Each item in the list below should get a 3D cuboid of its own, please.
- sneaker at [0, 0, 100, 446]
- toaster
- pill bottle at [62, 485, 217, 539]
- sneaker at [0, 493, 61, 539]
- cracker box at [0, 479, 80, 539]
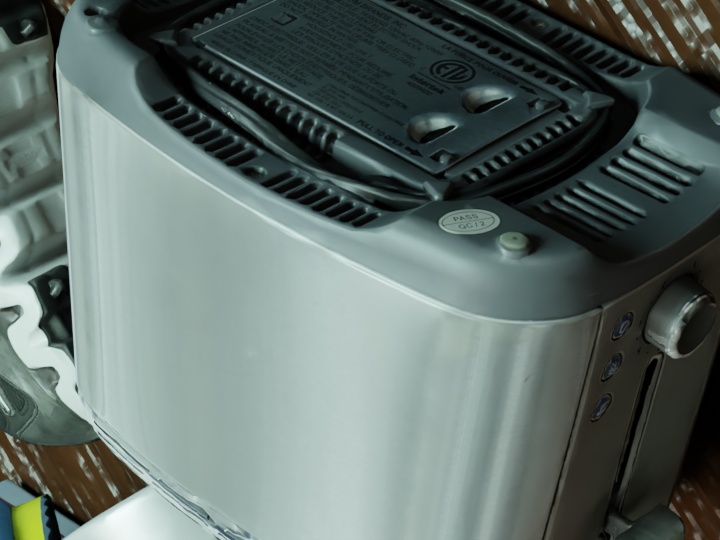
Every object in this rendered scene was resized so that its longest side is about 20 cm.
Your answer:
[{"bbox_3d":[-0.123,-0.031,0.853,0.090,0.066,0.201,-29,88,48],"label":"sneaker"},{"bbox_3d":[0.000,0.000,0.696,0.199,0.113,0.130,29,131,31],"label":"toaster"},{"bbox_3d":[-0.005,0.147,0.776,0.109,0.109,0.201,-36,81,50],"label":"pill bottle"},{"bbox_3d":[-0.114,0.130,0.770,0.200,0.078,0.066,-108,10,-63],"label":"sneaker"},{"bbox_3d":[-0.139,0.149,0.855,0.134,0.199,0.058,27,129,37],"label":"cracker box"}]
